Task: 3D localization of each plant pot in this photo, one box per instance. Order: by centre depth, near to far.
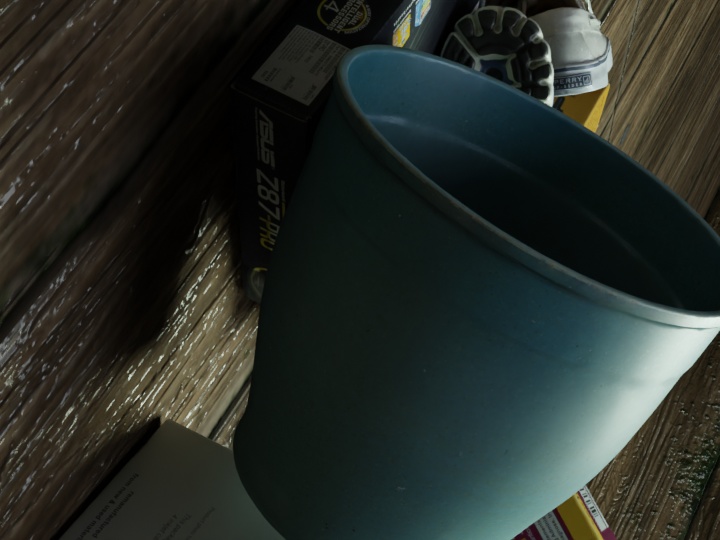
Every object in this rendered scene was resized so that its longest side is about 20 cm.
[{"bbox_3d":[0.039,0.033,0.642,0.189,0.199,0.200,-61,167,24],"label":"plant pot"}]

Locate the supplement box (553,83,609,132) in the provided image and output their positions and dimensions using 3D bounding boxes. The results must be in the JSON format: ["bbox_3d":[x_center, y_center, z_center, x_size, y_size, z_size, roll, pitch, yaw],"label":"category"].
[{"bbox_3d":[0.130,-0.075,1.140,0.201,0.066,0.069,-58,162,-26],"label":"supplement box"}]

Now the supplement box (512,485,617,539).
[{"bbox_3d":[0.071,0.197,1.041,0.198,0.132,0.103,-31,168,9],"label":"supplement box"}]

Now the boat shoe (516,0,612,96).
[{"bbox_3d":[0.141,-0.182,1.027,0.202,0.073,0.087,-60,143,-72],"label":"boat shoe"}]

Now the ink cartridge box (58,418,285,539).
[{"bbox_3d":[-0.051,0.203,0.688,0.145,0.198,0.149,-49,156,-46],"label":"ink cartridge box"}]

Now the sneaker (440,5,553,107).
[{"bbox_3d":[0.078,-0.043,0.787,0.089,0.077,0.203,-44,140,-73],"label":"sneaker"}]

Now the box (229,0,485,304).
[{"bbox_3d":[0.004,-0.094,0.740,0.201,0.049,0.162,-55,163,-33],"label":"box"}]
